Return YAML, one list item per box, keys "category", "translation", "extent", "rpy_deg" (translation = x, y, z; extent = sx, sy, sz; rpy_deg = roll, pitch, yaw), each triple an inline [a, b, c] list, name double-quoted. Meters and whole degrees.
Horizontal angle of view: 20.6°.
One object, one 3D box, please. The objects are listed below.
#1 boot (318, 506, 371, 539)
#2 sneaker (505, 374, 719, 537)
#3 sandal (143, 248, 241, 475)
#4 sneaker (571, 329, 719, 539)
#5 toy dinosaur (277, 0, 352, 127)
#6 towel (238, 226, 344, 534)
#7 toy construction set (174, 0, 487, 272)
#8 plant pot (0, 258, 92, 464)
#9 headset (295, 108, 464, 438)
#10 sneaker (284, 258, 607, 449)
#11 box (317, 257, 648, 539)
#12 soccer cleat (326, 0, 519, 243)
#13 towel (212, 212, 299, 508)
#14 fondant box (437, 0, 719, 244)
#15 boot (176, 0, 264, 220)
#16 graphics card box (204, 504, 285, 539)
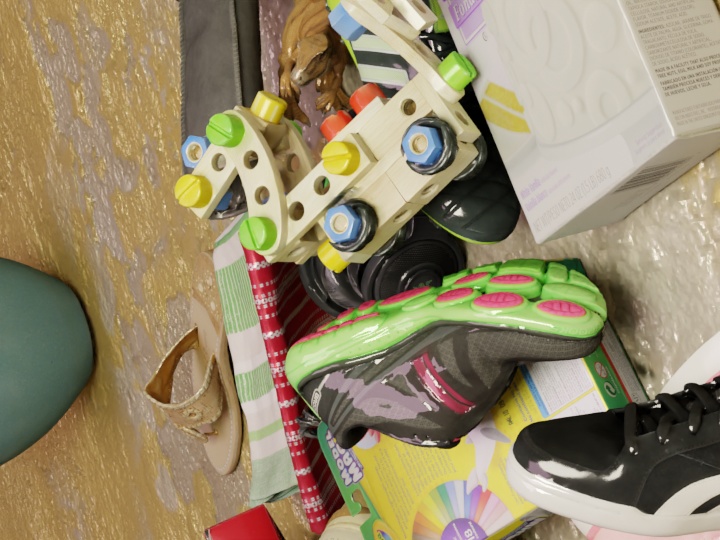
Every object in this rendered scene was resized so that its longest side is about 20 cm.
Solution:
- category: "boot"
  translation: [0.031, 0.250, 1.148]
  extent: [0.200, 0.156, 0.073]
  rpy_deg: [39, 138, -3]
- category: "sneaker"
  translation: [0.166, 0.053, 0.853]
  extent: [0.073, 0.199, 0.113]
  rpy_deg: [-86, 1, -67]
- category: "sandal"
  translation: [-0.135, 0.077, 1.523]
  extent: [0.078, 0.069, 0.213]
  rpy_deg: [48, 143, 41]
- category: "sneaker"
  translation: [0.183, 0.097, 0.948]
  extent: [0.105, 0.075, 0.201]
  rpy_deg: [48, 139, 18]
- category: "toy dinosaur"
  translation: [-0.029, -0.150, 1.234]
  extent: [0.200, 0.060, 0.107]
  rpy_deg: [-109, 20, -58]
- category: "towel"
  translation: [-0.031, 0.053, 1.276]
  extent: [0.145, 0.022, 0.201]
  rpy_deg: [-41, -60, -73]
- category: "toy construction set"
  translation: [-0.011, -0.079, 1.045]
  extent: [0.131, 0.092, 0.200]
  rpy_deg: [56, 129, 21]
- category: "plant pot"
  translation: [-0.319, 0.072, 1.777]
  extent: [0.200, 0.134, 0.201]
  rpy_deg: [38, 136, 50]
- category: "headset"
  translation: [0.000, 0.000, 1.207]
  extent: [0.123, 0.093, 0.201]
  rpy_deg: [5, 97, 61]
- category: "sneaker"
  translation: [0.052, 0.049, 1.051]
  extent: [0.199, 0.077, 0.084]
  rpy_deg: [-16, 103, 40]
- category: "box"
  translation: [0.065, 0.093, 1.107]
  extent: [0.200, 0.048, 0.118]
  rpy_deg: [-36, 69, 34]
- category: "soccer cleat"
  translation: [0.038, -0.109, 1.099]
  extent: [0.201, 0.067, 0.081]
  rpy_deg: [65, 146, 21]
- category: "towel"
  translation: [-0.066, 0.056, 1.377]
  extent: [0.153, 0.023, 0.201]
  rpy_deg: [140, 124, -68]
- category: "fondant box"
  translation: [0.103, -0.133, 0.986]
  extent: [0.144, 0.058, 0.201]
  rpy_deg: [-42, 66, 60]
- category: "boot"
  translation: [-0.090, -0.131, 1.264]
  extent: [0.182, 0.072, 0.201]
  rpy_deg: [112, 149, -77]
- category: "graphics card box"
  translation: [-0.053, 0.248, 1.400]
  extent: [0.200, 0.051, 0.126]
  rpy_deg: [79, 166, -70]
